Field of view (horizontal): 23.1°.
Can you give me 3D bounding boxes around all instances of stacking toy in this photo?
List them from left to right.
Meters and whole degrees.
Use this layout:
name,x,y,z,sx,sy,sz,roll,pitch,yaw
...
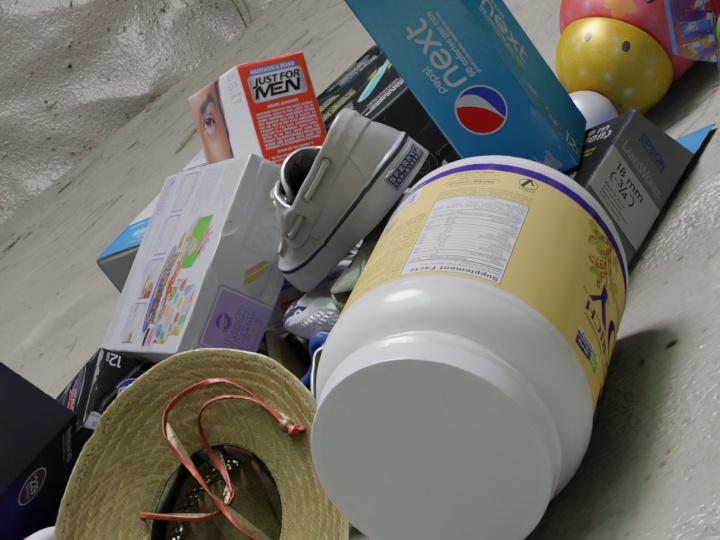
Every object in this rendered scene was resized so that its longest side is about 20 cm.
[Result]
name,x,y,z,sx,sy,sz,roll,pitch,yaw
stacking toy,0.191,-0.159,1.278,0.146,0.146,0.201,-18,40,51

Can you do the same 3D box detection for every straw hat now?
name,x,y,z,sx,sy,sz,roll,pitch,yaw
straw hat,-0.076,0.153,1.030,0.201,0.202,0.085,-37,-26,7

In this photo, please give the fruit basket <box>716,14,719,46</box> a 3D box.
name,x,y,z,sx,sy,sz,roll,pitch,yaw
fruit basket,0.281,-0.145,0.993,0.214,0.156,0.216,-22,34,16

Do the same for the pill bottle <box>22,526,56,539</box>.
name,x,y,z,sx,sy,sz,roll,pitch,yaw
pill bottle,-0.236,0.247,1.090,0.199,0.114,0.114,-31,17,27

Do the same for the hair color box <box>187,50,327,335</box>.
name,x,y,z,sx,sy,sz,roll,pitch,yaw
hair color box,-0.062,-0.055,1.355,0.064,0.201,0.111,-15,-2,-26

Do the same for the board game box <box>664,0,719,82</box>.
name,x,y,z,sx,sy,sz,roll,pitch,yaw
board game box,0.268,-0.177,1.089,0.157,0.200,0.039,-14,60,8

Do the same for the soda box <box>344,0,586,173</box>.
name,x,y,z,sx,sy,sz,roll,pitch,yaw
soda box,0.061,-0.142,1.106,0.064,0.200,0.068,-29,20,26

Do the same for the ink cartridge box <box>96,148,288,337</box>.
name,x,y,z,sx,sy,sz,roll,pitch,yaw
ink cartridge box,-0.100,-0.023,1.475,0.083,0.145,0.200,-18,25,49

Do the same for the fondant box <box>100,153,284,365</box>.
name,x,y,z,sx,sy,sz,roll,pitch,yaw
fondant box,-0.111,0.001,1.252,0.200,0.058,0.145,-5,63,68

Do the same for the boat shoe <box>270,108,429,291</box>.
name,x,y,z,sx,sy,sz,roll,pitch,yaw
boat shoe,-0.023,-0.045,1.078,0.072,0.066,0.200,-55,5,-19

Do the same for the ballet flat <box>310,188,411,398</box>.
name,x,y,z,sx,sy,sz,roll,pitch,yaw
ballet flat,0.004,0.035,1.065,0.062,0.068,0.201,2,64,19

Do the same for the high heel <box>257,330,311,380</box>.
name,x,y,z,sx,sy,sz,roll,pitch,yaw
high heel,-0.098,0.106,1.244,0.142,0.072,0.200,-35,3,2

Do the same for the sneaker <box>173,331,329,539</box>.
name,x,y,z,sx,sy,sz,roll,pitch,yaw
sneaker,-0.067,0.121,1.113,0.200,0.088,0.075,-42,18,-5

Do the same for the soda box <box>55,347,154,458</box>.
name,x,y,z,sx,sy,sz,roll,pitch,yaw
soda box,-0.199,0.126,1.313,0.200,0.070,0.064,138,147,-57

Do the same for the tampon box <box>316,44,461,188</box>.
name,x,y,z,sx,sy,sz,roll,pitch,yaw
tampon box,0.042,-0.099,1.402,0.150,0.127,0.200,-43,17,-20

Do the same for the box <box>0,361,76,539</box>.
name,x,y,z,sx,sy,sz,roll,pitch,yaw
box,-0.271,0.181,1.244,0.141,0.079,0.201,-52,-15,-34

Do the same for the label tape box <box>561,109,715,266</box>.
name,x,y,z,sx,sy,sz,roll,pitch,yaw
label tape box,0.131,-0.043,1.163,0.144,0.063,0.200,-22,23,45

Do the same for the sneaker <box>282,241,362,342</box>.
name,x,y,z,sx,sy,sz,roll,pitch,yaw
sneaker,0.000,0.000,1.200,0.200,0.075,0.116,138,154,-86

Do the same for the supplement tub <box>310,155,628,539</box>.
name,x,y,z,sx,sy,sz,roll,pitch,yaw
supplement tub,0.059,0.043,0.934,0.145,0.146,0.200,-29,19,30
